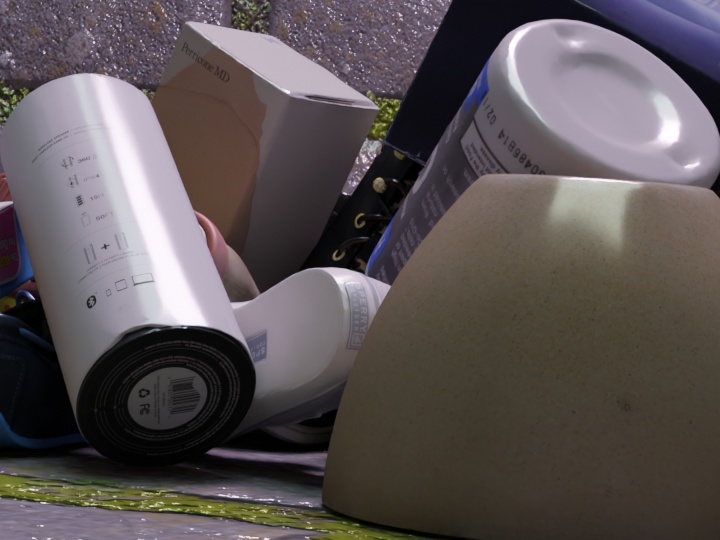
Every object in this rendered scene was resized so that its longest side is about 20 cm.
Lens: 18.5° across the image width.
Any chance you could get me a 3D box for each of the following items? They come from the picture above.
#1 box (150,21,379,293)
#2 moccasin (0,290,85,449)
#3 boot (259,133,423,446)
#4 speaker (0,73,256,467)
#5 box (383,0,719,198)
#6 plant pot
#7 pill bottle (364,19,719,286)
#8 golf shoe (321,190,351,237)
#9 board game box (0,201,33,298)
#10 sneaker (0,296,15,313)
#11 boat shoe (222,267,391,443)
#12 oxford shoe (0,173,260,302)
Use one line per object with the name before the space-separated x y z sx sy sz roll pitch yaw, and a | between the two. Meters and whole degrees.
box | -0.081 -0.025 1.206 0.095 0.200 0.078 35 20 34
moccasin | -0.145 0.046 1.065 0.080 0.068 0.200 4 1 1
boot | -0.001 -0.001 1.154 0.073 0.154 0.204 31 19 8
speaker | -0.110 -0.006 1.007 0.081 0.081 0.200 4 35 -24
box | 0.148 -0.087 1.147 0.198 0.123 0.200 30 24 11
plant pot | 0.088 0.032 0.874 0.200 0.135 0.200 3 1 0
pill bottle | 0.070 -0.007 1.020 0.114 0.200 0.114 19 39 -16
golf shoe | -0.061 -0.022 1.320 0.200 0.077 0.088 7 8 14
board game box | -0.262 0.016 1.025 0.153 0.040 0.200 -4 15 18
sneaker | -0.223 0.042 1.155 0.200 0.078 0.090 -4 7 -10
boat shoe | -0.035 0.041 1.013 0.068 0.072 0.200 11 -24 -31
oxford shoe | -0.137 0.000 1.139 0.200 0.071 0.074 16 -19 38
